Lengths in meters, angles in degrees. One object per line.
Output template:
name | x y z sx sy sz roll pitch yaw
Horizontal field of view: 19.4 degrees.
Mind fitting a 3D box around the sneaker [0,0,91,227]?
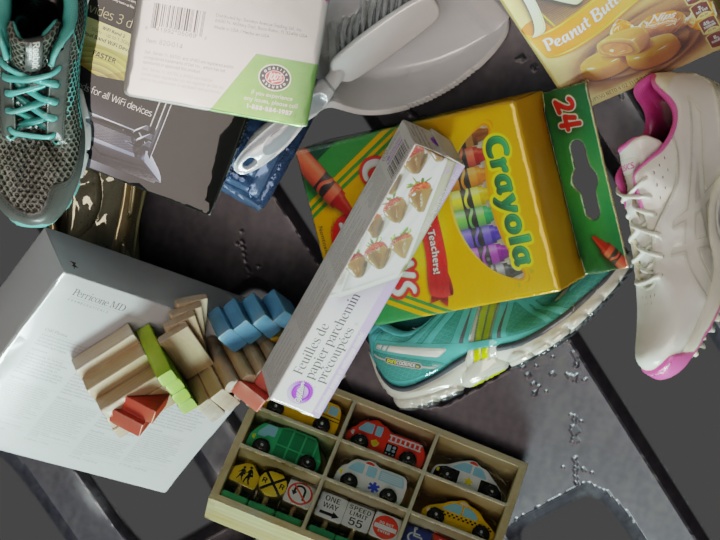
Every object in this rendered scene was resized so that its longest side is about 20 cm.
sneaker | -0.200 -0.125 1.270 0.077 0.091 0.202 2 97 -2

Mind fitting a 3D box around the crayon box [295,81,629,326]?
crayon box | 0.065 -0.041 1.370 0.199 0.051 0.128 -12 96 29

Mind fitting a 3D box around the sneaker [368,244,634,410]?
sneaker | 0.093 0.027 1.426 0.199 0.077 0.080 -26 93 17

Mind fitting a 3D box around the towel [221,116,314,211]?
towel | -0.126 -0.135 1.401 0.199 0.049 0.112 29 86 -4

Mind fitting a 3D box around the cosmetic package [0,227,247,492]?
cosmetic package | -0.172 0.065 1.436 0.199 0.052 0.151 21 119 -42

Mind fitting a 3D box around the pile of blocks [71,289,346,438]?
pile of blocks | -0.088 0.062 1.400 0.198 0.062 0.083 -15 136 -19

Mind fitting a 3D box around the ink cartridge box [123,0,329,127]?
ink cartridge box | -0.072 -0.197 1.281 0.116 0.067 0.202 10 95 -3

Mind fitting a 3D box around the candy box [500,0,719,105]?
candy box | 0.142 -0.191 1.293 0.115 0.056 0.200 -23 143 16

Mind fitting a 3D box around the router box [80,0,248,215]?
router box | -0.159 -0.145 1.342 0.198 0.052 0.158 22 95 -5

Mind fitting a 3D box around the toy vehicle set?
toy vehicle set | 0.006 0.152 1.457 0.198 0.125 0.027 21 141 2

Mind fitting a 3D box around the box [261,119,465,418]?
box | 0.000 0.000 1.344 0.038 0.042 0.201 22 110 -21

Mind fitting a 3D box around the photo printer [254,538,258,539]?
photo printer | -0.018 0.253 1.522 0.199 0.070 0.167 -37 99 18

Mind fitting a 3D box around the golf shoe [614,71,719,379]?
golf shoe | 0.192 -0.033 1.333 0.091 0.075 0.202 21 72 -20

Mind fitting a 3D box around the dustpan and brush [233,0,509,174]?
dustpan and brush | -0.008 -0.136 1.361 0.199 0.057 0.140 -36 125 14

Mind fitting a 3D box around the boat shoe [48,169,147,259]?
boat shoe | -0.185 -0.054 1.448 0.072 0.063 0.203 9 106 8
